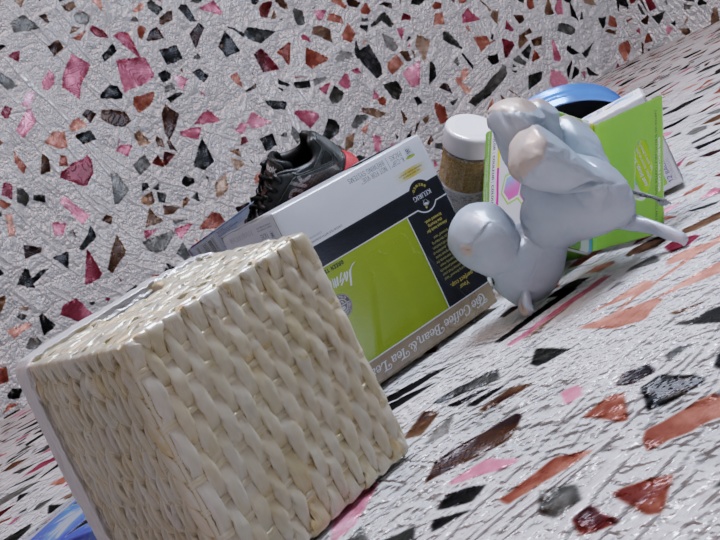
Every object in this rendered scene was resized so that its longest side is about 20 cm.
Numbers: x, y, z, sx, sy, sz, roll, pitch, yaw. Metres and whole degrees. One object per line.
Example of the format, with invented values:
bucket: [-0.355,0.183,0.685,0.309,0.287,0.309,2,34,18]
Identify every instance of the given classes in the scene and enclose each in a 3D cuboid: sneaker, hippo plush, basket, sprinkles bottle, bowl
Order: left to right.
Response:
basket: [-0.103,0.099,0.761,0.160,0.203,0.197,-17,13,47]
sneaker: [-0.093,-0.076,1.178,0.201,0.098,0.071,-47,35,0]
sprinkles bottle: [0.125,-0.092,1.316,0.067,0.203,0.069,5,35,-3]
hippo plush: [0.171,-0.055,1.009,0.162,0.198,0.160,-53,16,25]
bowl: [0.260,-0.158,1.345,0.197,0.040,0.202,-8,-37,-6]

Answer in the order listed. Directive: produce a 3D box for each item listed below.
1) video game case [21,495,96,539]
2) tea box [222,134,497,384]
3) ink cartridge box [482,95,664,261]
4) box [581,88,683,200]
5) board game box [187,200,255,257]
video game case: [-0.212,0.218,0.963,0.198,0.046,0.181,-25,9,25]
tea box: [0.000,0.000,1.081,0.198,0.199,0.133,-30,6,-30]
ink cartridge box: [0.216,-0.095,1.089,0.075,0.151,0.199,12,-16,-29]
box: [0.266,-0.116,1.246,0.198,0.114,0.101,-26,7,18]
board game box: [-0.076,0.001,1.275,0.198,0.201,0.041,-33,4,15]
